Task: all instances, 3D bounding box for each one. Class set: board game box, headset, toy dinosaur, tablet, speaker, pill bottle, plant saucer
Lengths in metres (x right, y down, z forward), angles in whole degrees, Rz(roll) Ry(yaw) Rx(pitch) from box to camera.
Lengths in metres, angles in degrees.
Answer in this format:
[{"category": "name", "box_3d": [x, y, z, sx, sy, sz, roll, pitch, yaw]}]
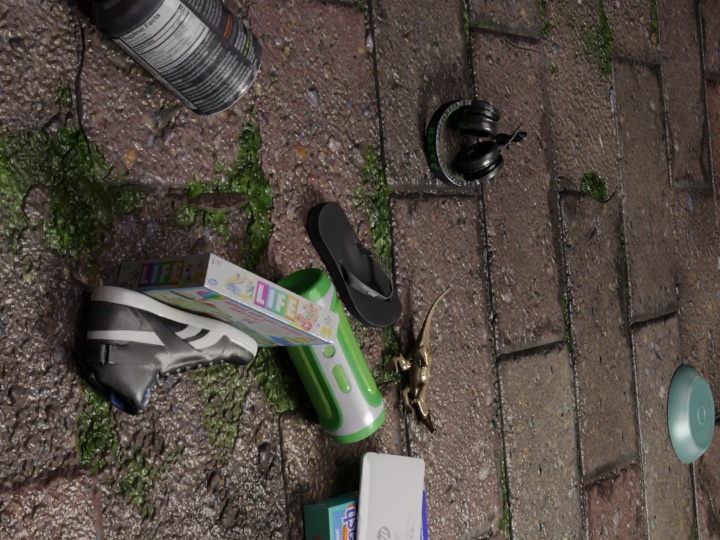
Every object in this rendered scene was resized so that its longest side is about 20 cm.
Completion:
[{"category": "board game box", "box_3d": [-0.135, 0.035, 1.121, 0.199, 0.133, 0.035, 29, 65, -47]}, {"category": "headset", "box_3d": [0.167, -0.190, 1.596, 0.198, 0.093, 0.126, -11, 100, -36]}, {"category": "toy dinosaur", "box_3d": [0.078, 0.122, 1.462, 0.101, 0.057, 0.203, -2, 96, -66]}, {"category": "tablet", "box_3d": [0.037, 0.331, 1.336, 0.129, 0.014, 0.203, 18, 71, -49]}, {"category": "board game box", "box_3d": [0.012, 0.353, 1.349, 0.199, 0.045, 0.155, -3, 88, -51]}, {"category": "speaker", "box_3d": [-0.039, 0.101, 1.271, 0.088, 0.088, 0.202, -46, 122, -43]}, {"category": "pill bottle", "box_3d": [-0.197, -0.255, 1.091, 0.200, 0.105, 0.107, 41, 56, -42]}, {"category": "plant saucer", "box_3d": [0.687, 0.295, 2.221, 0.199, 0.036, 0.203, 6, 82, -51]}]

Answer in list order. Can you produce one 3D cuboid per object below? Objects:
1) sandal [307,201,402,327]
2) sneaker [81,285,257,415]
[{"category": "sandal", "box_3d": [0.000, 0.000, 1.367, 0.201, 0.042, 0.077, 54, 48, -34]}, {"category": "sneaker", "box_3d": [-0.198, 0.097, 1.094, 0.199, 0.073, 0.114, 24, 72, -40]}]
